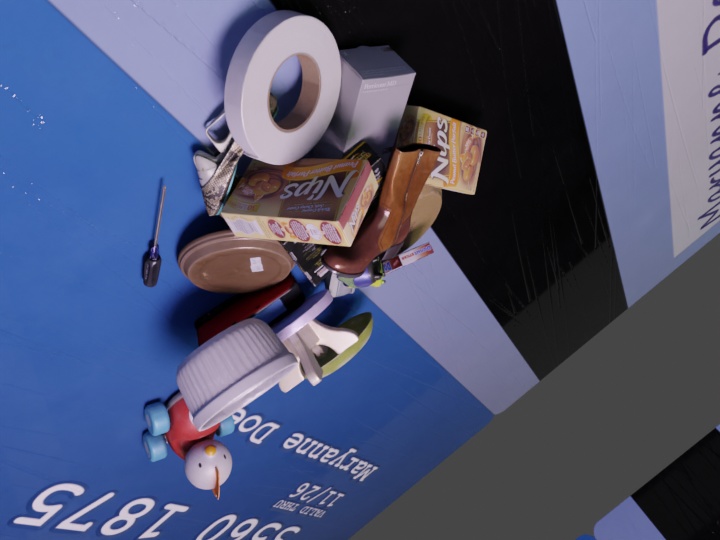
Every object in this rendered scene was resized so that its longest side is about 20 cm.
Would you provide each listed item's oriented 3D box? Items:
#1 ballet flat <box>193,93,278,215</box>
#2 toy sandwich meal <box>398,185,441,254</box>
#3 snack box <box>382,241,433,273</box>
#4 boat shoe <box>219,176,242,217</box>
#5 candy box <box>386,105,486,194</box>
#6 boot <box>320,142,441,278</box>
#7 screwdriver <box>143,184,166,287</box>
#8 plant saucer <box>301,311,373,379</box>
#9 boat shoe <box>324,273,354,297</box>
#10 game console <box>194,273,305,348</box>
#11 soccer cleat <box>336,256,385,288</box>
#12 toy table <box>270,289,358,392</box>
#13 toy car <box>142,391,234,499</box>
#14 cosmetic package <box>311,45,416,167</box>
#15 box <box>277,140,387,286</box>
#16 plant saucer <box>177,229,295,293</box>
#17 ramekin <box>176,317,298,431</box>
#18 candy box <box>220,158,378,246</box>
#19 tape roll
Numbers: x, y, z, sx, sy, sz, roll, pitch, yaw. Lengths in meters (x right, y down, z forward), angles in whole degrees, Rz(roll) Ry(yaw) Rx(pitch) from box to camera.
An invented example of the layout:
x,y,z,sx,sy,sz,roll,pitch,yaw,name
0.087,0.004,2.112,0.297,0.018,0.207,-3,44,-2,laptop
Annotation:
x,y,z,sx,sy,sz,roll,pitch,yaw,name
-0.194,-0.177,1.051,0.075,0.068,0.201,24,110,-30,ballet flat
0.071,-0.109,1.381,0.204,0.070,0.206,-36,157,-18,toy sandwich meal
0.071,-0.015,1.434,0.071,0.025,0.200,-22,178,-21,snack box
-0.147,-0.091,1.180,0.068,0.072,0.199,-50,150,11,boat shoe
0.133,-0.206,1.269,0.198,0.055,0.118,5,97,-47,candy box
0.034,-0.092,1.111,0.187,0.069,0.202,-15,139,-42,boot
-0.312,-0.053,1.118,0.028,0.029,0.202,-11,135,-34,screwdriver
-0.047,0.161,1.508,0.199,0.031,0.200,-36,-170,8,plant saucer
-0.022,-0.023,1.379,0.070,0.071,0.202,-4,144,-16,boat shoe
-0.187,0.091,1.320,0.198,0.119,0.173,-34,140,-5,game console
0.000,-0.001,1.280,0.082,0.066,0.200,-8,178,6,soccer cleat
-0.110,0.139,1.409,0.199,0.118,0.184,-33,-169,21,toy table
-0.309,0.352,1.453,0.182,0.201,0.178,-14,141,-31,toy car
0.001,-0.236,1.131,0.106,0.091,0.202,-18,146,-31,cosmetic package
-0.034,-0.085,1.152,0.200,0.049,0.160,-42,154,-4,box
-0.198,-0.009,1.197,0.196,0.030,0.201,-7,155,-4,plant saucer
-0.212,0.167,1.221,0.199,0.106,0.200,-35,172,-5,ramekin
-0.086,-0.101,1.039,0.117,0.197,0.056,-66,148,-31,candy box
-0.102,-0.246,0.999,0.202,0.037,0.205,-37,140,-39,tape roll
